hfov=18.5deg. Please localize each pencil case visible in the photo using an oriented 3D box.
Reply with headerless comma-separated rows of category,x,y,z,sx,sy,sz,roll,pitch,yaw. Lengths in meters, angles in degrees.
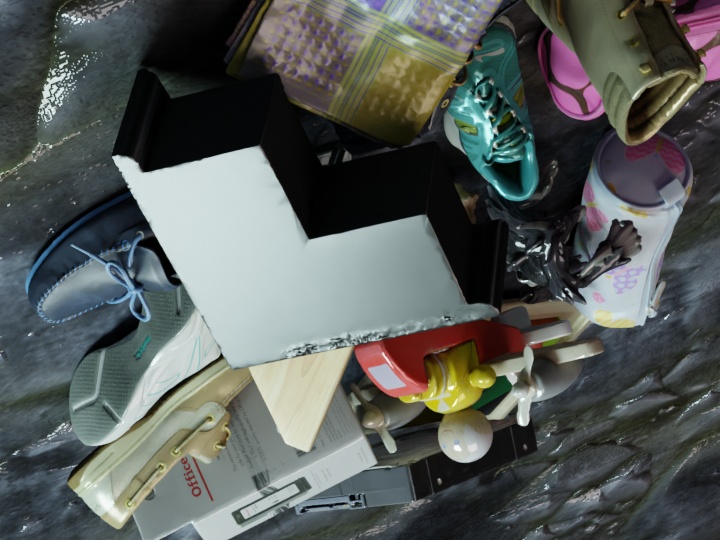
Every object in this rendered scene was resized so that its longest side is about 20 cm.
pencil case,0.235,-0.172,1.629,0.199,0.091,0.094,-19,-171,-19
pencil case,0.222,-0.033,1.840,0.083,0.091,0.200,-20,149,-14

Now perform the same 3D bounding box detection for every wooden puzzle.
wooden puzzle,0.098,0.090,1.987,0.199,0.037,0.185,0,141,-40

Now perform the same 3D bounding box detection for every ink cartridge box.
ink cartridge box,-0.101,0.146,1.827,0.199,0.116,0.068,-26,153,-2

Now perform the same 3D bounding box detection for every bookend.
bookend,-0.029,-0.050,1.453,0.197,0.092,0.201,-12,129,19

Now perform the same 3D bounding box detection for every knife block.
knife block,-0.011,0.014,1.620,0.175,0.201,0.064,-19,-163,20

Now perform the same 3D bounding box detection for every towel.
towel,0.015,-0.175,1.417,0.143,0.023,0.200,27,122,-15

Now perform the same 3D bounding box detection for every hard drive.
hard drive,0.046,0.169,1.930,0.139,0.038,0.199,-11,-177,38

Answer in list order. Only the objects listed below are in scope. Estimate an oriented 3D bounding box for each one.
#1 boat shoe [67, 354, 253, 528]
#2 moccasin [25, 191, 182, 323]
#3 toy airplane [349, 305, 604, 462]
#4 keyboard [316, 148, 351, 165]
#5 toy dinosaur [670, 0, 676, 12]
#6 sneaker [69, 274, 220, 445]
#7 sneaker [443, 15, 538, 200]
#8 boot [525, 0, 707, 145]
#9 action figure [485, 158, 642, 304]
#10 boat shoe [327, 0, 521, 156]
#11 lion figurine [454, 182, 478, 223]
boat shoe,-0.141,0.128,1.772,0.200,0.067,0.074,-39,-175,-6
moccasin,-0.150,-0.017,1.571,0.199,0.068,0.080,-34,151,11
toy airplane,0.090,0.088,1.804,0.198,0.142,0.200,-2,165,-3
keyboard,-0.037,-0.031,1.706,0.056,0.011,0.200,-20,150,-14
toy dinosaur,0.282,-0.224,1.593,0.180,0.106,0.200,-13,168,16
sneaker,-0.154,0.069,1.710,0.080,0.071,0.200,4,138,-48
sneaker,0.097,-0.119,1.605,0.077,0.080,0.200,-28,151,2
boot,0.184,-0.197,1.472,0.072,0.156,0.200,-11,147,-27
action figure,0.150,-0.029,1.738,0.102,0.119,0.200,-44,176,-6
boat shoe,0.056,-0.157,1.492,0.199,0.071,0.091,-25,121,11
lion figurine,0.000,0.000,1.720,0.200,0.073,0.122,-37,172,25
